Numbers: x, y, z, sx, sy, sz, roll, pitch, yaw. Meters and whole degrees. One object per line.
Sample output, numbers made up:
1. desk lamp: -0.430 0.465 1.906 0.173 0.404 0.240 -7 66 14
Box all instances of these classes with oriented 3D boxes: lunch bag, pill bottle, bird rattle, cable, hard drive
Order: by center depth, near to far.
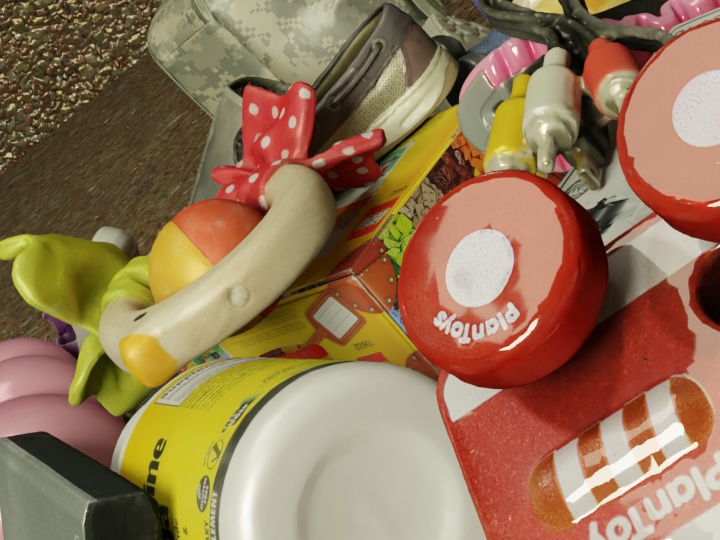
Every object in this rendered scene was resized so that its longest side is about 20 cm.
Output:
1. pill bottle: -0.035 0.092 0.669 0.113 0.113 0.200 -47 16 -19
2. hard drive: -0.117 0.149 0.691 0.033 0.141 0.200 -7 4 -22
3. cable: 0.091 -0.105 0.716 0.097 0.050 0.201 -32 36 22
4. bird rattle: -0.063 -0.004 0.778 0.199 0.113 0.163 -30 20 -6
5. lunch bag: -0.030 -0.176 1.211 0.167 0.200 0.140 -35 19 32

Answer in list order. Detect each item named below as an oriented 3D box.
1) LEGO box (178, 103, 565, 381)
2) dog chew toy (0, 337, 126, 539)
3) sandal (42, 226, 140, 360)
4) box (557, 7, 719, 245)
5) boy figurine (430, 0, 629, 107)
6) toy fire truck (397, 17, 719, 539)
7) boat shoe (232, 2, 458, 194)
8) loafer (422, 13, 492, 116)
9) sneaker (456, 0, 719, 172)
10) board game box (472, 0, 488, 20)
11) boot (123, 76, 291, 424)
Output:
1. LEGO box: 0.000 0.000 0.889 0.199 0.077 0.149 -19 28 53
2. dog chew toy: -0.180 0.105 0.905 0.124 0.125 0.200 -40 30 5
3. sandal: -0.168 0.024 1.004 0.203 0.049 0.083 111 -178 -60
4. box: 0.144 -0.038 0.684 0.200 0.060 0.116 -51 19 -30
5. boy figurine: 0.142 -0.149 0.940 0.199 0.065 0.124 -33 37 -11
6. toy fire truck: 0.115 0.034 0.486 0.199 0.112 0.169 -34 53 19
7. boat shoe: -0.038 -0.067 0.891 0.200 0.065 0.072 -39 18 10
8. loafer: 0.070 -0.106 1.050 0.200 0.069 0.070 -99 22 -66
9. sneaker: 0.142 -0.108 0.826 0.199 0.080 0.095 -21 10 2
10. board game box: 0.131 -0.278 1.158 0.097 0.160 0.200 -48 16 -22
11. boot: -0.090 -0.010 1.000 0.201 0.072 0.182 -62 10 20
